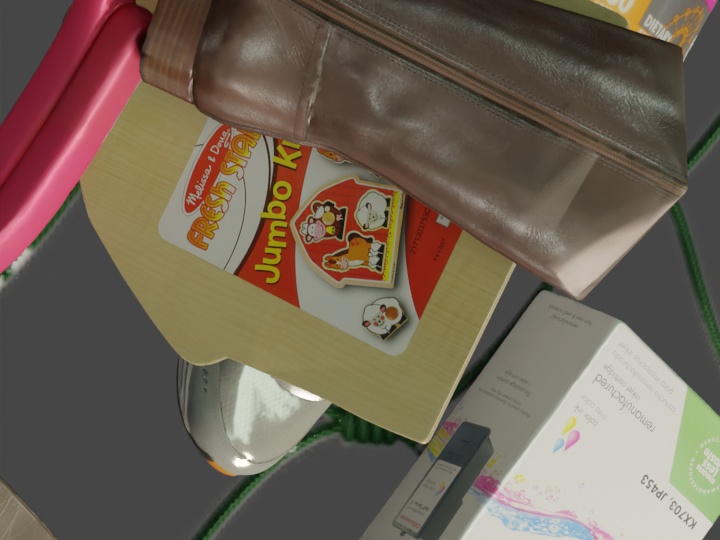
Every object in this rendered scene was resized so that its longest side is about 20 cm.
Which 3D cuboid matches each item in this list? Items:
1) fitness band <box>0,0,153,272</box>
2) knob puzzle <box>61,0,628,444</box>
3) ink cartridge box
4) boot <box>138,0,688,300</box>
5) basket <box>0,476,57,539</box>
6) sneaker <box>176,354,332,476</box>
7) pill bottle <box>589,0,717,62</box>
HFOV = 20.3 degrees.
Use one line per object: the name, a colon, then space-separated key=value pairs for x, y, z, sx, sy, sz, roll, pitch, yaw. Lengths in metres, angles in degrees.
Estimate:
fitness band: x=-0.146 y=-0.067 z=0.708 sx=0.201 sy=0.037 sz=0.143 roll=-56 pitch=148 yaw=11
knob puzzle: x=-0.023 y=-0.056 z=0.773 sx=0.217 sy=0.030 sz=0.222 roll=0 pitch=90 yaw=9
ink cartridge box: x=0.075 y=0.125 z=0.903 sx=0.117 sy=0.067 sz=0.201 roll=40 pitch=82 yaw=-30
boot: x=0.043 y=-0.108 z=0.718 sx=0.199 sy=0.064 sz=0.188 roll=24 pitch=99 yaw=9
basket: x=-0.214 y=0.136 z=0.718 sx=0.200 sy=0.136 sz=0.181 roll=-45 pitch=123 yaw=-15
sneaker: x=0.000 y=0.000 z=0.817 sx=0.076 sy=0.092 sz=0.201 roll=34 pitch=87 yaw=-31
pill bottle: x=0.115 y=-0.173 z=0.821 sx=0.116 sy=0.116 sz=0.201 roll=30 pitch=88 yaw=-30
